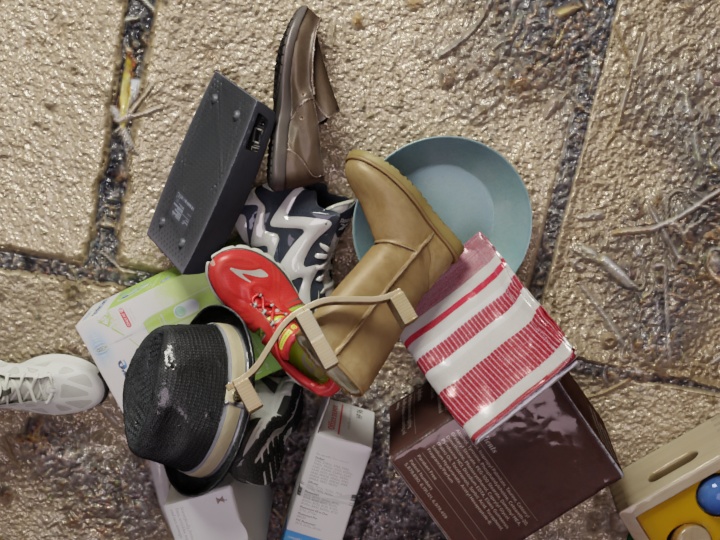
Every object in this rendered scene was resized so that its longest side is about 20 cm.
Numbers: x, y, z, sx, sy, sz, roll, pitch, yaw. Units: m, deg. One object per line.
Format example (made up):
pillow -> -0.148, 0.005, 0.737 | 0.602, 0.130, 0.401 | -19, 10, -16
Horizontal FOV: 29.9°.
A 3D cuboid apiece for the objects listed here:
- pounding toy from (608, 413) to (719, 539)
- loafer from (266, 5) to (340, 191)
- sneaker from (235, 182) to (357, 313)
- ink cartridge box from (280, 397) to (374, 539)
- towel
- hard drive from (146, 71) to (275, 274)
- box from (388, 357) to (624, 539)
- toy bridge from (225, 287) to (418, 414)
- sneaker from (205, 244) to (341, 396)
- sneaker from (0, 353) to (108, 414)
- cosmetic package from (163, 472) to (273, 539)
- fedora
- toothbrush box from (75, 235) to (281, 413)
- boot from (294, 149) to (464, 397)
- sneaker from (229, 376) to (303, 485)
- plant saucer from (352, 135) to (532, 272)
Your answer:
pounding toy -> 0.381, 0.308, 1.527 | 0.200, 0.142, 0.184 | -32, 101, 9
loafer -> -0.058, -0.182, 1.449 | 0.071, 0.073, 0.201 | 6, 91, -10
sneaker -> -0.040, -0.022, 1.491 | 0.129, 0.079, 0.200 | -30, 91, 18
ink cartridge box -> -0.032, 0.224, 1.534 | 0.068, 0.116, 0.201 | 16, 105, -3
towel -> 0.123, 0.067, 1.421 | 0.144, 0.200, 0.023 | -40, 141, 6
hard drive -> -0.160, -0.103, 1.453 | 0.042, 0.135, 0.201 | 17, 103, -33
box -> 0.155, 0.188, 1.492 | 0.200, 0.166, 0.164 | -34, 100, 10
toy bridge -> -0.045, 0.068, 1.337 | 0.200, 0.027, 0.067 | -28, 83, -10
sneaker -> -0.082, 0.053, 1.425 | 0.077, 0.085, 0.200 | -43, 105, -1
sneaker -> -0.392, 0.143, 1.527 | 0.200, 0.115, 0.076 | 4, 104, 1
cosmetic package -> -0.154, 0.257, 1.504 | 0.081, 0.200, 0.113 | -15, 103, 6
fedora -> -0.189, 0.128, 1.387 | 0.091, 0.201, 0.201 | 15, 107, -34
toothbrush box -> -0.193, 0.072, 1.518 | 0.199, 0.086, 0.146 | -24, 102, 9
boot -> 0.000, 0.000, 1.397 | 0.175, 0.066, 0.200 | 44, 70, -13
sneaker -> -0.120, 0.175, 1.487 | 0.080, 0.200, 0.074 | 3, 109, 10
plant saucer -> 0.089, -0.053, 1.492 | 0.200, 0.039, 0.202 | -2, 106, -6
